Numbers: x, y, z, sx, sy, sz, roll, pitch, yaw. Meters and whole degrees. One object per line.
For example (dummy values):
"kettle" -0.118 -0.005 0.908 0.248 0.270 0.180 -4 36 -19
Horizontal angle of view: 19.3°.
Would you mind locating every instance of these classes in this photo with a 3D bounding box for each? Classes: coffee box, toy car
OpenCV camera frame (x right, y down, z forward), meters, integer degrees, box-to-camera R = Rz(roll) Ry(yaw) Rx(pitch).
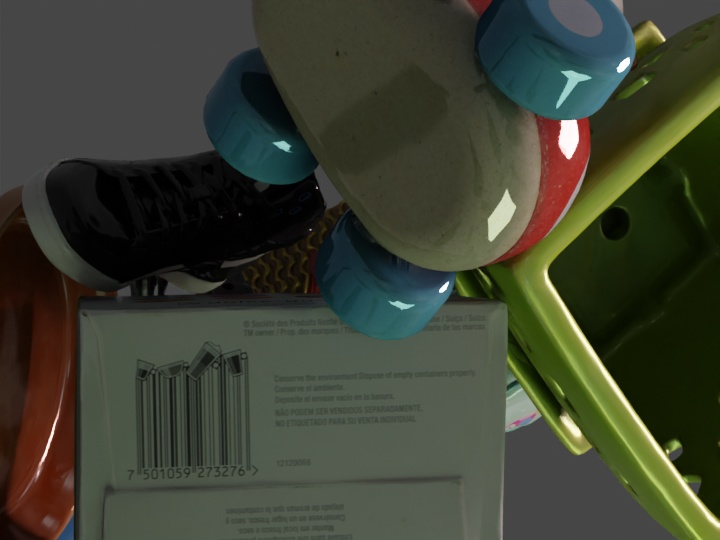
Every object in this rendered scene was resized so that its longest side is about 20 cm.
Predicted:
"coffee box" -0.042 0.112 1.054 0.199 0.201 0.198 0 -179 -7
"toy car" 0.067 -0.097 0.952 0.200 0.177 0.184 -19 155 -42

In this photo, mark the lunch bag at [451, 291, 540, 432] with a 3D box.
"lunch bag" 0.125 0.026 1.283 0.200 0.077 0.160 -34 166 24

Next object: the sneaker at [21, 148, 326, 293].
"sneaker" -0.085 -0.043 1.100 0.112 0.073 0.200 -28 168 18

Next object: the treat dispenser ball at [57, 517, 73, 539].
"treat dispenser ball" -0.214 0.211 1.486 0.200 0.202 0.201 -17 162 -6

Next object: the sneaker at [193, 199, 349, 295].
"sneaker" 0.000 0.000 1.302 0.199 0.075 0.090 -16 166 18

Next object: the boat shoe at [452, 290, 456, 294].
"boat shoe" 0.083 0.020 1.397 0.065 0.073 0.200 -57 -179 -30

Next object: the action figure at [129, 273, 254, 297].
"action figure" -0.129 0.080 1.259 0.118 0.102 0.200 17 129 -2

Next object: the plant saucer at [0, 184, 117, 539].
"plant saucer" -0.180 0.054 1.104 0.032 0.201 0.200 7 168 17

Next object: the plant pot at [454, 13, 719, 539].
"plant pot" 0.155 -0.007 1.070 0.200 0.199 0.181 -40 -158 -11
